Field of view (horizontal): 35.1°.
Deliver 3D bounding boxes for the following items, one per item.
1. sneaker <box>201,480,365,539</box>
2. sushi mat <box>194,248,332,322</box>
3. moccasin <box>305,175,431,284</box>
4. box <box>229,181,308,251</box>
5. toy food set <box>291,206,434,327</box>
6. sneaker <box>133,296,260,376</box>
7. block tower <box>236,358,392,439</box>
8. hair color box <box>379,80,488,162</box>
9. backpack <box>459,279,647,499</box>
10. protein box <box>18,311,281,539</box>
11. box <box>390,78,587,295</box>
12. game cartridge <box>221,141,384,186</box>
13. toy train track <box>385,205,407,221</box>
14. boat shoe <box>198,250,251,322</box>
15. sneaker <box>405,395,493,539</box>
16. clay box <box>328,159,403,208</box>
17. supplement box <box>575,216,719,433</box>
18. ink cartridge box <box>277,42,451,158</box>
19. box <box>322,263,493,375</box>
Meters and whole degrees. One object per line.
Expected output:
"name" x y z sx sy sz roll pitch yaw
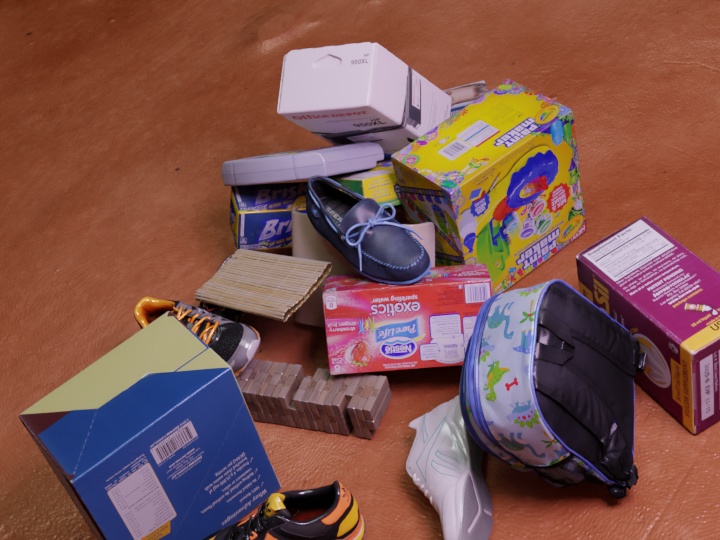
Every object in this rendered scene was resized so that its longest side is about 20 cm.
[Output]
"sneaker" -0.098 0.269 1.198 0.198 0.091 0.070 -16 40 1
"sushi mat" -0.124 0.015 1.420 0.199 0.012 0.096 9 50 49
"moccasin" -0.003 -0.048 1.321 0.199 0.069 0.080 28 59 37
"box" -0.077 -0.077 1.551 0.197 0.065 0.070 -5 38 -15
"toy food set" 0.000 0.000 1.433 0.198 0.145 0.060 7 17 25
"sneaker" -0.204 0.079 1.385 0.198 0.077 0.079 8 61 40
"block tower" -0.063 0.150 1.346 0.198 0.054 0.058 6 45 26
"hair color box" 0.097 -0.218 1.678 0.197 0.061 0.100 -13 25 5
"backpack" 0.185 0.116 1.167 0.146 0.200 0.185 -12 54 37
"protein box" -0.221 0.197 1.235 0.198 0.201 0.135 -35 44 -20
"box" 0.166 -0.096 1.434 0.199 0.194 0.122 -35 43 -19
"game cartridge" -0.084 -0.138 1.486 0.198 0.041 0.132 -1 14 43
"toy train track" 0.080 -0.108 1.603 0.113 0.033 0.201 -11 33 2
"boat shoe" -0.187 0.057 1.489 0.073 0.064 0.202 8 48 25
"sneaker" 0.093 0.225 1.210 0.079 0.071 0.201 -22 35 18
"clay box" 0.056 -0.120 1.502 0.198 0.048 0.114 -15 14 -31
"supplement box" 0.339 0.056 1.253 0.102 0.132 0.200 -28 41 -13
"ink cartridge box" 0.007 -0.214 1.470 0.143 0.199 0.085 0 77 33
"box" 0.057 0.056 1.335 0.197 0.101 0.096 -5 12 3
